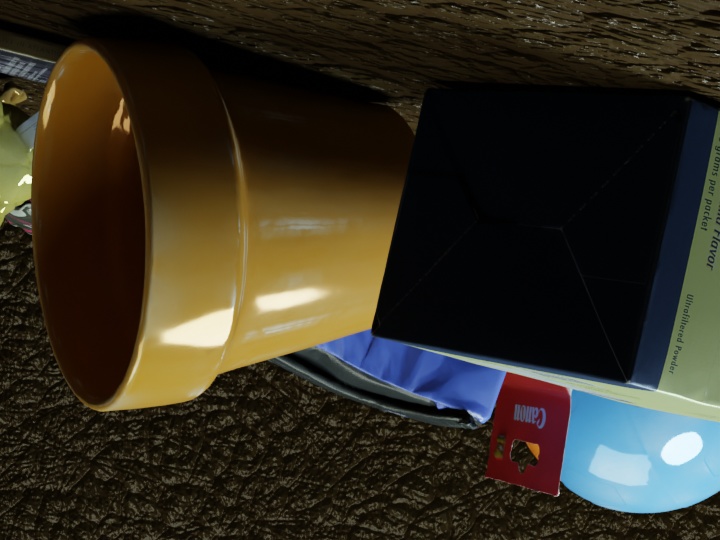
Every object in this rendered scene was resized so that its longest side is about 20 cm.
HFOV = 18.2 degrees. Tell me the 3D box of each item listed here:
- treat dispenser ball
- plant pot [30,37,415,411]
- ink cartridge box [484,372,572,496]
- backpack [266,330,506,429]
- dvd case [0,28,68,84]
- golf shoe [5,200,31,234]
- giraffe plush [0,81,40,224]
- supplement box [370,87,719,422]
[{"bbox_3d":[0.208,0.077,1.655,0.200,0.202,0.201,13,177,1],"label":"treat dispenser ball"},{"bbox_3d":[-0.067,-0.029,1.252,0.182,0.201,0.200,-3,-176,-25],"label":"plant pot"},{"bbox_3d":[0.107,0.047,1.555,0.050,0.201,0.161,11,177,-14],"label":"ink cartridge box"},{"bbox_3d":[0.000,0.000,1.482,0.199,0.169,0.162,19,173,-8],"label":"backpack"},{"bbox_3d":[-0.248,-0.142,1.380,0.199,0.016,0.149,13,178,-12],"label":"dvd case"},{"bbox_3d":[-0.346,-0.067,2.603,0.199,0.078,0.088,11,169,25],"label":"golf shoe"},{"bbox_3d":[-0.287,-0.088,1.581,0.199,0.173,0.162,-21,-165,-9],"label":"giraffe plush"},{"bbox_3d":[0.152,-0.001,1.133,0.199,0.135,0.200,16,176,-37],"label":"supplement box"}]
